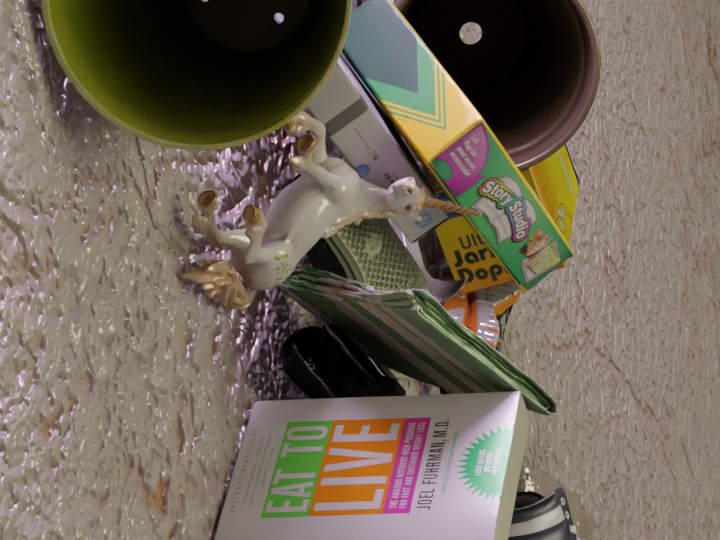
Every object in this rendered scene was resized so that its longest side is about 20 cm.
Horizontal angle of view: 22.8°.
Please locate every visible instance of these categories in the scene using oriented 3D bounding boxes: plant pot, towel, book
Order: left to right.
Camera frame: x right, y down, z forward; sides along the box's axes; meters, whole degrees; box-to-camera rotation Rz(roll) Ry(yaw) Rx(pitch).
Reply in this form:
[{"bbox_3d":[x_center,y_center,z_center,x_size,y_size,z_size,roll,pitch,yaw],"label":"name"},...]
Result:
[{"bbox_3d":[-0.090,-0.182,1.151,0.200,0.187,0.187,-66,146,-78],"label":"plant pot"},{"bbox_3d":[0.010,0.148,1.233,0.134,0.200,0.048,-73,151,-47],"label":"book"},{"bbox_3d":[0.036,0.048,1.307,0.153,0.200,0.023,39,75,-29],"label":"towel"},{"bbox_3d":[0.111,-0.205,1.652,0.174,0.200,0.200,-94,171,-72],"label":"plant pot"},{"bbox_3d":[0.159,0.240,1.432,0.200,0.034,0.133,40,43,-62],"label":"towel"}]

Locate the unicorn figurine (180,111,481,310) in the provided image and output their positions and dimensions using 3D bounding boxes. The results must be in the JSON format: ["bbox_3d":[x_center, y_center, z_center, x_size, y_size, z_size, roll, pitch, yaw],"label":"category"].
[{"bbox_3d":[-0.034,-0.045,1.262,0.074,0.200,0.137,58,1,37],"label":"unicorn figurine"}]

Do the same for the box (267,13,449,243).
[{"bbox_3d":[-0.017,-0.132,1.352,0.200,0.041,0.156,49,9,-45],"label":"box"}]

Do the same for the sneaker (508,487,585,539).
[{"bbox_3d":[0.158,0.218,1.317,0.200,0.070,0.109,9,70,-43],"label":"sneaker"}]

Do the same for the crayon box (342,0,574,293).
[{"bbox_3d":[0.073,-0.098,1.395,0.200,0.058,0.173,48,8,-50],"label":"crayon box"}]

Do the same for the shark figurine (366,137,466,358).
[{"bbox_3d":[0.047,-0.010,1.544,0.128,0.089,0.215,50,41,-57],"label":"shark figurine"}]

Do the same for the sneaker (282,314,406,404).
[{"bbox_3d":[-0.016,0.080,1.366,0.104,0.060,0.200,47,-3,-4],"label":"sneaker"}]

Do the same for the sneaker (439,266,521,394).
[{"bbox_3d":[0.105,0.055,1.708,0.200,0.078,0.077,-59,159,-59],"label":"sneaker"}]

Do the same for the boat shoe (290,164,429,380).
[{"bbox_3d":[0.000,0.000,1.429,0.075,0.062,0.200,-42,120,-28],"label":"boat shoe"}]

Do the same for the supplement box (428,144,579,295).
[{"bbox_3d":[0.141,-0.078,1.733,0.200,0.109,0.110,-68,138,-62],"label":"supplement box"}]

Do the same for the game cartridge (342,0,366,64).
[{"bbox_3d":[-0.019,-0.233,1.516,0.130,0.038,0.200,40,47,-55],"label":"game cartridge"}]
